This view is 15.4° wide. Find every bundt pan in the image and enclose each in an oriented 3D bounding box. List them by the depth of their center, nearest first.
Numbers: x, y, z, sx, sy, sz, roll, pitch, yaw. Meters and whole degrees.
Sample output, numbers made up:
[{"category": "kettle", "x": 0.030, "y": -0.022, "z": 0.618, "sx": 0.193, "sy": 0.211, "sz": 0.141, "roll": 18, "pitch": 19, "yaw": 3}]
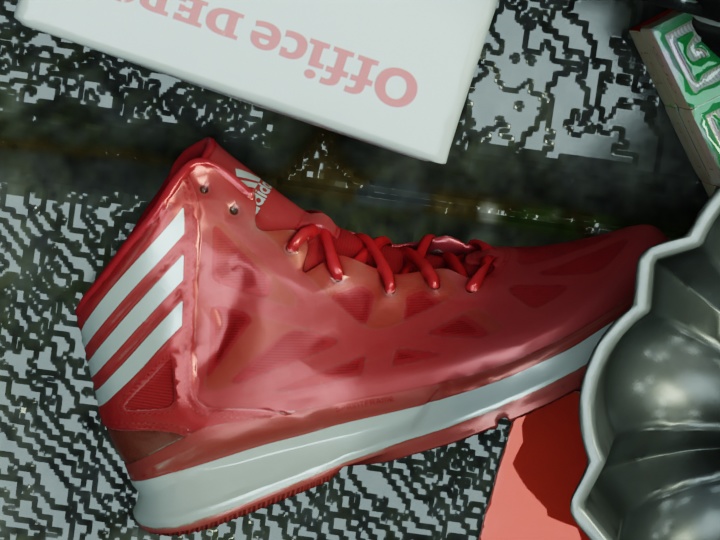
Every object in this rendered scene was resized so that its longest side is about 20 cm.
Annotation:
[{"category": "bundt pan", "x": 0.161, "y": 0.054, "z": 0.810, "sx": 0.200, "sy": 0.076, "sz": 0.203, "roll": 0, "pitch": 96, "yaw": 1}]

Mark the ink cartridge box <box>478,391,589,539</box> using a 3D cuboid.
[{"category": "ink cartridge box", "x": 0.102, "y": 0.157, "z": 0.895, "sx": 0.162, "sy": 0.057, "sz": 0.201, "roll": 16, "pitch": 100, "yaw": -4}]

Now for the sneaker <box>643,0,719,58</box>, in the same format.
[{"category": "sneaker", "x": 0.135, "y": -0.120, "z": 0.794, "sx": 0.200, "sy": 0.076, "sz": 0.116, "roll": 29, "pitch": 80, "yaw": -18}]

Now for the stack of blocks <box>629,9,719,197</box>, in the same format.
[{"category": "stack of blocks", "x": 0.147, "y": -0.091, "z": 0.864, "sx": 0.115, "sy": 0.059, "sz": 0.201, "roll": -26, "pitch": 97, "yaw": 1}]

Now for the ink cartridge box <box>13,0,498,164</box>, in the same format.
[{"category": "ink cartridge box", "x": -0.011, "y": -0.148, "z": 0.839, "sx": 0.144, "sy": 0.085, "sz": 0.201, "roll": 18, "pitch": 96, "yaw": -5}]

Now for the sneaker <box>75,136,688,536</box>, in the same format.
[{"category": "sneaker", "x": 0.000, "y": 0.000, "z": 0.859, "sx": 0.199, "sy": 0.078, "sz": 0.116, "roll": -23, "pitch": 98, "yaw": -1}]
